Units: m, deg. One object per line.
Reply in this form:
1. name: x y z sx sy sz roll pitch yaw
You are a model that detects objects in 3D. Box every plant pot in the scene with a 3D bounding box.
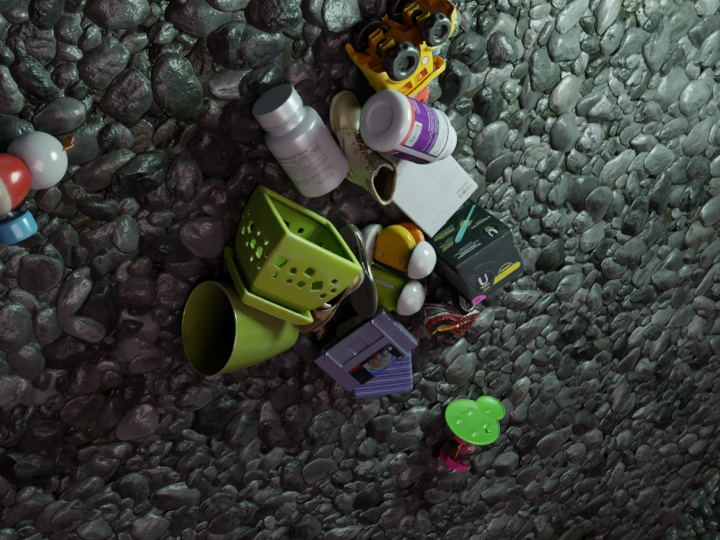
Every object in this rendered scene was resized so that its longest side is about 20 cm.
1. plant pot: -0.149 -0.019 1.573 0.199 0.200 0.182 25 110 -36
2. plant pot: -0.229 0.117 1.630 0.200 0.187 0.188 3 116 -45

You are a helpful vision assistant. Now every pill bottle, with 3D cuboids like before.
1. pill bottle: -0.115 -0.245 1.508 0.114 0.114 0.200 -38 128 -4
2. pill bottle: 0.096 -0.264 1.505 0.200 0.112 0.113 8 114 -52

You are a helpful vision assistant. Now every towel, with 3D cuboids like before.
1. towel: 0.047 0.226 1.850 0.144 0.024 0.200 -7 137 0

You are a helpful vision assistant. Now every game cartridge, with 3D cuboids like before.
1. game cartridge: 0.012 0.178 1.756 0.200 0.038 0.130 -36 115 17

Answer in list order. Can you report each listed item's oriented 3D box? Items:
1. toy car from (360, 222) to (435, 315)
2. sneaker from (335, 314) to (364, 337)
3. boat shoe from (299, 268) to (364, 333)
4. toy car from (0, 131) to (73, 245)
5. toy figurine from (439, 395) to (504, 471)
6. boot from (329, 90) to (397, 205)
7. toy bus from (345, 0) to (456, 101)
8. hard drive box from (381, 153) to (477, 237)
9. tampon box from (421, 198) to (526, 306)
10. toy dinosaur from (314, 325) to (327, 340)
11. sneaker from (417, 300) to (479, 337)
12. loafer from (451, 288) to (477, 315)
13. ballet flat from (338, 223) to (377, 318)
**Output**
1. toy car: 0.080 -0.011 1.741 0.150 0.175 0.201 -30 138 -59
2. sneaker: 0.005 0.172 1.852 0.092 0.076 0.200 -20 132 11
3. boat shoe: -0.076 0.057 1.649 0.200 0.076 0.074 -49 175 25
4. toy car: -0.562 -0.169 1.311 0.200 0.177 0.185 -40 119 -39
5. toy figurine: 0.285 0.451 2.142 0.200 0.150 0.184 -27 145 -43
6. boot: 0.008 -0.238 1.552 0.072 0.155 0.201 -22 127 -17
7. toy bus: 0.100 -0.408 1.532 0.200 0.136 0.192 -41 142 -3
8. hard drive box: 0.129 -0.192 1.696 0.156 0.077 0.200 -47 129 3
9. tampon box: 0.236 -0.047 1.758 0.150 0.200 0.126 -34 128 -7
10. toy dinosaur: -0.083 0.071 1.745 0.106 0.060 0.200 -8 139 -32
11. sneaker: 0.213 0.104 1.913 0.200 0.082 0.078 5 129 -50
12. loafer: 0.276 0.012 1.861 0.073 0.071 0.201 27 81 -28
13. ballet flat: 0.000 0.000 1.672 0.046 0.067 0.201 -23 99 -60
